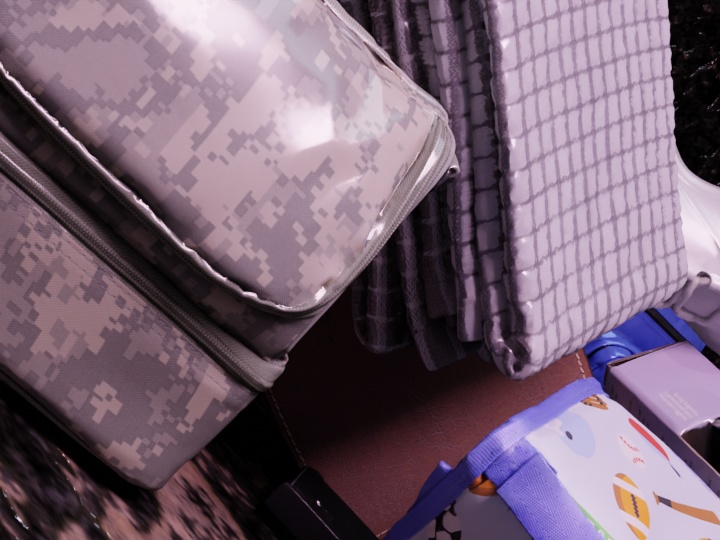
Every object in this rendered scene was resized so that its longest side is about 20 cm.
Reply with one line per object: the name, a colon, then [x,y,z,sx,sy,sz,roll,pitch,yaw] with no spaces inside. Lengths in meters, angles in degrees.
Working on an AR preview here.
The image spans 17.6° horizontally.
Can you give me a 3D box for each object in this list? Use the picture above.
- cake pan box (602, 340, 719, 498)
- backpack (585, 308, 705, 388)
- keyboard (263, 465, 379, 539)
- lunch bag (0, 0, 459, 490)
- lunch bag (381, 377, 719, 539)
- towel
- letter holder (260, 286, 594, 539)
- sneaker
cake pan box: [0.166,0.156,1.027,0.184,0.052,0.201,43,-39,41]
backpack: [0.117,0.042,1.373,0.168,0.200,0.162,51,7,35]
keyboard: [0.034,0.160,0.914,0.200,0.021,0.127,46,5,2]
lunch bag: [-0.084,-0.054,0.786,0.200,0.168,0.139,43,7,-21]
lunch bag: [0.096,0.134,0.854,0.170,0.124,0.200,50,-1,9]
towel: [0.058,-0.069,0.905,0.165,0.085,0.202,-25,112,-56]
letter holder: [0.000,0.000,1.018,0.100,0.141,0.201,29,-37,65]
sneaker: [0.130,-0.014,1.032,0.200,0.075,0.087,45,41,5]
